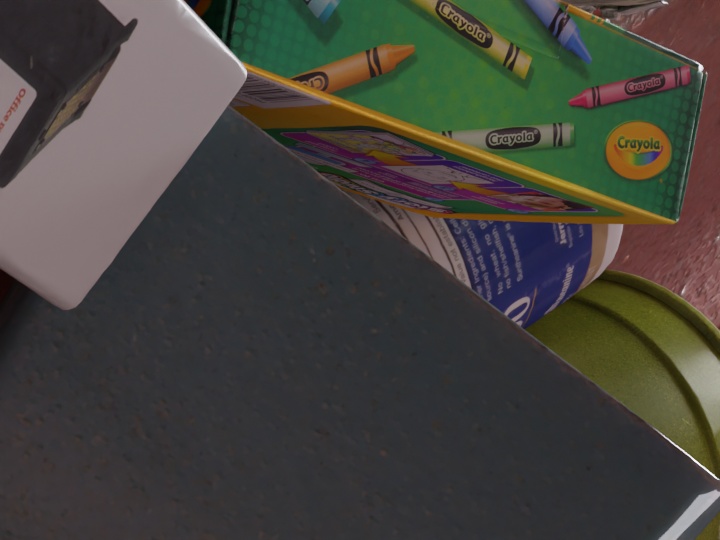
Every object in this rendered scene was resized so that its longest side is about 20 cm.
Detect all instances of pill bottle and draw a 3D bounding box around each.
[{"bbox_3d":[0.000,0.000,0.854,0.200,0.111,0.111,-32,145,-33],"label":"pill bottle"}]

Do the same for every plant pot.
[{"bbox_3d":[0.050,0.109,0.963,0.193,0.200,0.201,-9,129,-45],"label":"plant pot"},{"bbox_3d":[-0.039,0.088,0.664,0.200,0.196,0.196,-53,178,-7],"label":"plant pot"}]

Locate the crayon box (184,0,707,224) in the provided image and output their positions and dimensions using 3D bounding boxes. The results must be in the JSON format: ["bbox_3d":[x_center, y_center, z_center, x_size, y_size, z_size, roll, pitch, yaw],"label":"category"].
[{"bbox_3d":[0.001,-0.064,0.706,0.200,0.119,0.058,16,82,-41],"label":"crayon box"}]

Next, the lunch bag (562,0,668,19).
[{"bbox_3d":[0.075,-0.167,0.766,0.200,0.139,0.168,-6,145,-52],"label":"lunch bag"}]

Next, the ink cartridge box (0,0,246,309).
[{"bbox_3d":[-0.135,-0.088,0.517,0.083,0.146,0.200,-53,153,-4],"label":"ink cartridge box"}]
